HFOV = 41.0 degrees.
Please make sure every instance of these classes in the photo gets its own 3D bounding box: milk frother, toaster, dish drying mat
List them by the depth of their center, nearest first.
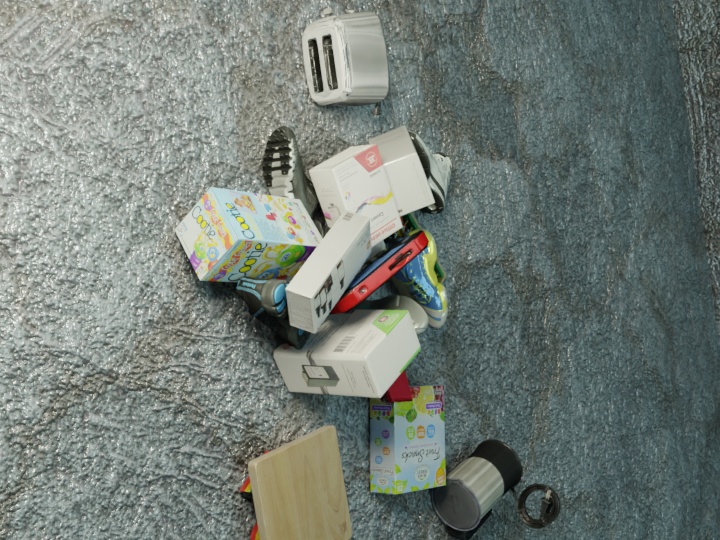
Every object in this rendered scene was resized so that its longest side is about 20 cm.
[{"bbox_3d":[-0.026,-0.373,1.742,0.129,0.114,0.200,-14,100,-47],"label":"toaster"},{"bbox_3d":[0.045,0.151,1.801,0.077,0.018,0.200,5,60,-50],"label":"dish drying mat"},{"bbox_3d":[0.283,0.473,1.985,0.188,0.200,0.181,-28,113,-49],"label":"milk frother"}]

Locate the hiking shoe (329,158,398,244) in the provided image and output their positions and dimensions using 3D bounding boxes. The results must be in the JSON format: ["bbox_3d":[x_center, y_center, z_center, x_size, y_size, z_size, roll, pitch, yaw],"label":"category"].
[{"bbox_3d":[0.003,-0.128,1.773,0.200,0.087,0.074,58,46,-31],"label":"hiking shoe"}]

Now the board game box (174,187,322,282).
[{"bbox_3d":[-0.169,-0.050,1.506,0.200,0.103,0.105,4,49,-52],"label":"board game box"}]

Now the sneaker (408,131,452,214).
[{"bbox_3d":[0.129,-0.224,1.970,0.201,0.076,0.115,63,34,-38],"label":"sneaker"}]

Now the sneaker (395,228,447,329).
[{"bbox_3d":[0.103,0.022,1.868,0.105,0.076,0.200,-11,88,-39],"label":"sneaker"}]

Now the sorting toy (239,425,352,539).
[{"bbox_3d":[-0.114,0.380,1.591,0.199,0.070,0.200,-16,100,-51],"label":"sorting toy"}]

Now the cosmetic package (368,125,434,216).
[{"bbox_3d":[0.073,-0.187,1.794,0.200,0.085,0.108,-101,170,-66],"label":"cosmetic package"}]

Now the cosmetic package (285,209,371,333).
[{"bbox_3d":[-0.046,0.000,1.517,0.200,0.051,0.083,-56,156,-39],"label":"cosmetic package"}]

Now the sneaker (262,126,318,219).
[{"bbox_3d":[-0.115,-0.146,1.647,0.090,0.066,0.200,-14,102,-54],"label":"sneaker"}]

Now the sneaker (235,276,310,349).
[{"bbox_3d":[-0.130,0.061,1.535,0.073,0.082,0.200,-66,155,-22],"label":"sneaker"}]

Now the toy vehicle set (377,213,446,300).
[{"bbox_3d":[0.100,-0.021,1.934,0.200,0.026,0.124,58,46,-30],"label":"toy vehicle set"}]

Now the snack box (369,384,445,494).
[{"bbox_3d":[0.093,0.322,1.860,0.169,0.068,0.200,4,84,-50],"label":"snack box"}]

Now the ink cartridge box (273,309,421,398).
[{"bbox_3d":[-0.023,0.136,1.626,0.146,0.200,0.084,-45,123,-44],"label":"ink cartridge box"}]

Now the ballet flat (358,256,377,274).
[{"bbox_3d":[0.000,0.000,1.769,0.200,0.072,0.068,3,84,-52],"label":"ballet flat"}]

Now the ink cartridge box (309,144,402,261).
[{"bbox_3d":[0.000,-0.105,1.675,0.116,0.067,0.200,-35,115,-37],"label":"ink cartridge box"}]

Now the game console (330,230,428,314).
[{"bbox_3d":[0.017,0.005,1.631,0.200,0.177,0.031,-39,99,-16],"label":"game console"}]

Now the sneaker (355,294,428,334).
[{"bbox_3d":[0.041,0.090,1.714,0.070,0.200,0.080,-60,136,-30],"label":"sneaker"}]

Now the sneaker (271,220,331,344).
[{"bbox_3d":[-0.100,0.021,1.635,0.060,0.104,0.200,24,107,-40],"label":"sneaker"}]
